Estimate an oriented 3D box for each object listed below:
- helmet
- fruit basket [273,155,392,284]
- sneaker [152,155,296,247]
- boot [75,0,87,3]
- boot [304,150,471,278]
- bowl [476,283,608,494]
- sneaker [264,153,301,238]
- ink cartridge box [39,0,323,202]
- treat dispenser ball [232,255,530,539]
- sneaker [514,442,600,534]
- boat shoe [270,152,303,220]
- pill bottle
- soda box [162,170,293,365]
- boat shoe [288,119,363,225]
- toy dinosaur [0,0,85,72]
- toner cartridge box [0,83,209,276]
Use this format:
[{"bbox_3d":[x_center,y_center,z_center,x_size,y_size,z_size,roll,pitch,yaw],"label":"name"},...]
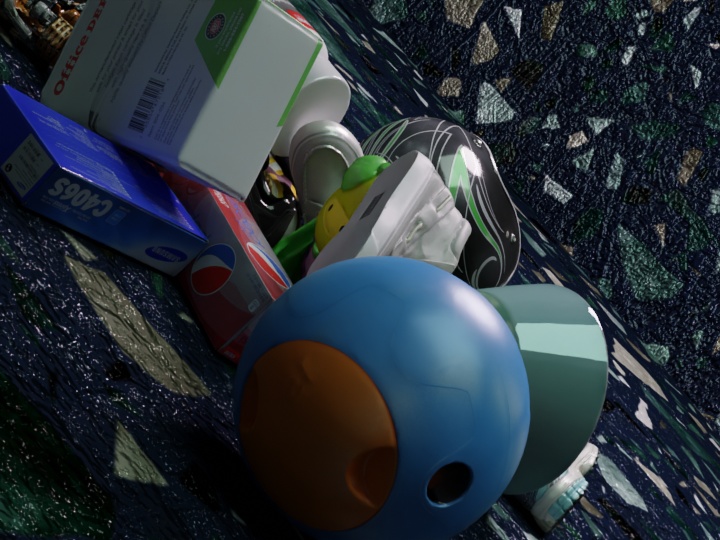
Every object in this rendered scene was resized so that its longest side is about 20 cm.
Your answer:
[{"bbox_3d":[0.058,-0.057,2.027,0.200,0.200,0.191,-109,174,-66],"label":"helmet"},{"bbox_3d":[0.000,0.000,1.712,0.216,0.155,0.216,57,0,0],"label":"fruit basket"},{"bbox_3d":[-0.135,-0.091,1.688,0.200,0.098,0.071,45,13,-3],"label":"sneaker"},{"bbox_3d":[-0.190,-0.236,1.805,0.077,0.155,0.200,6,36,-44],"label":"boot"},{"bbox_3d":[0.029,-0.006,1.570,0.096,0.074,0.200,50,47,-16],"label":"boot"},{"bbox_3d":[0.117,0.097,1.781,0.105,0.201,0.201,18,27,-37],"label":"bowl"},{"bbox_3d":[-0.114,-0.093,1.879,0.090,0.075,0.200,48,12,-47],"label":"sneaker"},{"bbox_3d":[-0.147,-0.157,1.565,0.200,0.146,0.084,24,-4,45],"label":"ink cartridge box"},{"bbox_3d":[0.015,0.091,1.319,0.201,0.201,0.201,45,11,-11],"label":"treat dispenser ball"},{"bbox_3d":[0.185,0.190,1.966,0.086,0.078,0.200,43,10,0],"label":"sneaker"},{"bbox_3d":[-0.057,-0.090,1.952,0.093,0.075,0.200,57,-8,32],"label":"boat shoe"},{"bbox_3d":[-0.102,-0.208,1.841,0.200,0.114,0.114,50,11,28],"label":"pill bottle"},{"bbox_3d":[-0.108,-0.004,1.565,0.070,0.063,0.200,37,14,-44],"label":"soda box"},{"bbox_3d":[-0.026,-0.051,1.838,0.200,0.072,0.069,89,-8,-46],"label":"boat shoe"},{"bbox_3d":[-0.275,-0.242,1.734,0.136,0.102,0.200,-7,74,-57],"label":"toy dinosaur"},{"bbox_3d":[-0.202,-0.065,1.474,0.095,0.043,0.200,53,13,30],"label":"toner cartridge box"}]
